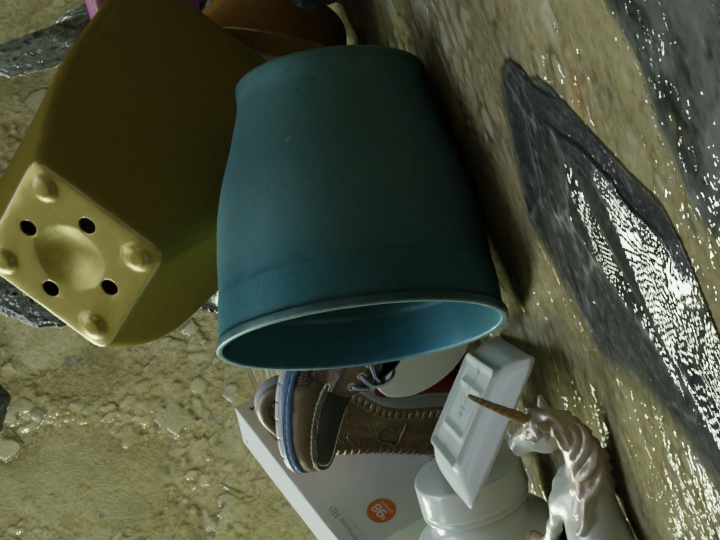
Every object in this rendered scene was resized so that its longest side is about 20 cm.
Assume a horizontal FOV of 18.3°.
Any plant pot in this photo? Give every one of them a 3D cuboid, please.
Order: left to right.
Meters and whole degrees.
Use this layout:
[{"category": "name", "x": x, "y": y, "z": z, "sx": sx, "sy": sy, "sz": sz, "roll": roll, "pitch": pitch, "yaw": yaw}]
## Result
[{"category": "plant pot", "x": -0.169, "y": -0.061, "z": 1.647, "sx": 0.194, "sy": 0.200, "sz": 0.196, "roll": 36, "pitch": 130, "yaw": -1}, {"category": "plant pot", "x": -0.010, "y": -0.045, "z": 1.526, "sx": 0.200, "sy": 0.198, "sz": 0.190, "roll": 102, "pitch": 161, "yaw": -75}]

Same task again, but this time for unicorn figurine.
[{"category": "unicorn figurine", "x": 0.143, "y": 0.166, "z": 1.432, "sx": 0.200, "sy": 0.074, "sz": 0.138, "roll": 53, "pitch": 158, "yaw": 16}]

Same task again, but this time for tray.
[{"category": "tray", "x": 0.078, "y": 0.098, "z": 1.534, "sx": 0.200, "sy": 0.022, "sz": 0.108, "roll": -147, "pitch": 80, "yaw": -86}]

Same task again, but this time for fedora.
[{"category": "fedora", "x": -0.075, "y": -0.170, "z": 1.758, "sx": 0.201, "sy": 0.199, "sz": 0.082, "roll": 89, "pitch": -169, "yaw": -67}]

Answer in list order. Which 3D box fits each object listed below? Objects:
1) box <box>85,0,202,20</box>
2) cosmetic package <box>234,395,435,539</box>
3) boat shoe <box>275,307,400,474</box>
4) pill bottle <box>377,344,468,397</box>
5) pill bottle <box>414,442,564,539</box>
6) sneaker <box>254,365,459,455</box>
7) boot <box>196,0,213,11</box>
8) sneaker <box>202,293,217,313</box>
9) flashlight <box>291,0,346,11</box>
[{"category": "box", "x": -0.161, "y": -0.283, "z": 1.945, "sx": 0.097, "sy": 0.175, "sz": 0.201, "roll": -120, "pitch": 13, "yaw": -51}, {"category": "cosmetic package", "x": 0.009, "y": 0.153, "z": 1.847, "sx": 0.200, "sy": 0.150, "sz": 0.052, "roll": 47, "pitch": 160, "yaw": 41}, {"category": "boat shoe", "x": -0.011, "y": 0.057, "z": 1.637, "sx": 0.072, "sy": 0.072, "sz": 0.202, "roll": -14, "pitch": -65, "yaw": -65}, {"category": "pill bottle", "x": 0.000, "y": 0.000, "z": 1.747, "sx": 0.200, "sy": 0.112, "sz": 0.113, "roll": 54, "pitch": 165, "yaw": 35}, {"category": "pill bottle", "x": 0.105, "y": 0.234, "z": 1.660, "sx": 0.111, "sy": 0.110, "sz": 0.201, "roll": -132, "pitch": 23, "yaw": -69}, {"category": "sneaker", "x": -0.002, "y": 0.086, "z": 1.792, "sx": 0.071, "sy": 0.199, "sz": 0.113, "roll": -61, "pitch": 33, "yaw": 34}, {"category": "boot", "x": -0.109, "y": -0.176, "z": 1.866, "sx": 0.200, "sy": 0.065, "sz": 0.165, "roll": -53, "pitch": 41, "yaw": 25}, {"category": "sneaker", "x": -0.113, "y": 0.030, "z": 1.987, "sx": 0.112, "sy": 0.073, "sz": 0.200, "roll": 62, "pitch": 151, "yaw": 0}, {"category": "flashlight", "x": -0.048, "y": -0.249, "z": 1.691, "sx": 0.068, "sy": 0.068, "sz": 0.200, "roll": 40, "pitch": -172, "yaw": -22}]
